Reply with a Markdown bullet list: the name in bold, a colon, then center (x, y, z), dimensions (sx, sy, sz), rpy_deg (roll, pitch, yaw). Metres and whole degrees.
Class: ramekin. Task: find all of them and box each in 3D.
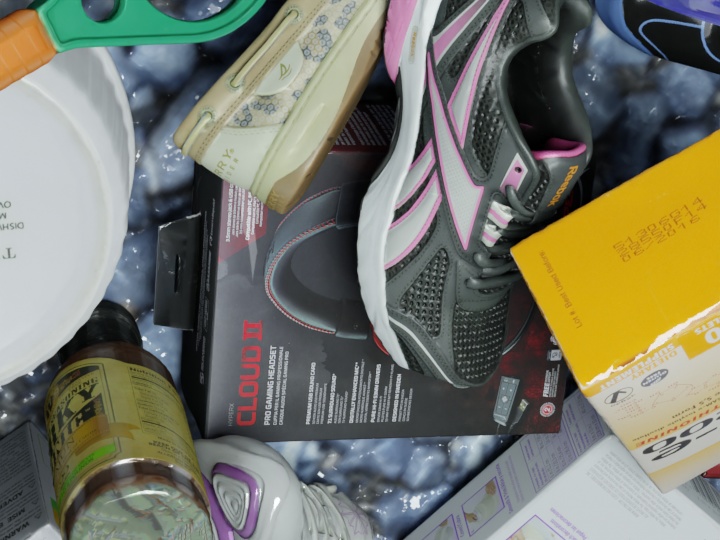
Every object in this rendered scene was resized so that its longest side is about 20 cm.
- **ramekin**: center (-0.192, -0.036, 0.949), dimensions (0.201, 0.094, 0.204), rpy_deg (-6, 114, -13)

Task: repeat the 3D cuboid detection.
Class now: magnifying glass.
- **magnifying glass**: center (-0.115, -0.108, 0.892), dimensions (0.200, 0.022, 0.080), rpy_deg (-35, 112, -24)

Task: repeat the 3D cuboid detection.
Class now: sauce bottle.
- **sauce bottle**: center (-0.108, 0.073, 0.960), dimensions (0.064, 0.200, 0.065), rpy_deg (-5, 113, -11)

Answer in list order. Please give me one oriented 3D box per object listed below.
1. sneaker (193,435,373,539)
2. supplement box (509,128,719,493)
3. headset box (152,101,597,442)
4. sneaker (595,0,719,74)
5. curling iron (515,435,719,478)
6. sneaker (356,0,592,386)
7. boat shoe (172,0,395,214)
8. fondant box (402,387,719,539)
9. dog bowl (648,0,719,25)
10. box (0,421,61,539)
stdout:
- **sneaker**: center (-0.040, 0.118, 1.033), dimensions (0.099, 0.200, 0.075), rpy_deg (-17, 72, -14)
- **supplement box**: center (0.155, 0.020, 0.952), dimensions (0.126, 0.074, 0.200), rpy_deg (-30, 156, 7)
- **headset box**: center (0.000, 0.000, 1.026), dimensions (0.199, 0.075, 0.150), rpy_deg (0, 113, -15)
- **sneaker**: center (0.214, -0.117, 1.029), dimensions (0.199, 0.078, 0.071), rpy_deg (5, 111, -17)
- **curling iron**: center (0.172, 0.109, 1.147), dimensions (0.199, 0.026, 0.050), rpy_deg (17, 105, -21)
- **sneaker**: center (0.054, -0.039, 0.918), dimensions (0.080, 0.086, 0.201), rpy_deg (-22, 121, -42)
- **boat shoe**: center (-0.011, -0.124, 0.944), dimensions (0.062, 0.073, 0.201), rpy_deg (27, 70, 0)
- **fondant box**: center (0.097, 0.172, 1.124), dimensions (0.200, 0.058, 0.144), rpy_deg (-43, 117, 14)
- **dog bowl**: center (0.197, -0.163, 0.936), dimensions (0.199, 0.200, 0.079), rpy_deg (1, 115, -15)
- **box**: center (-0.144, 0.194, 1.059), dimensions (0.112, 0.101, 0.200), rpy_deg (-33, 117, 2)
